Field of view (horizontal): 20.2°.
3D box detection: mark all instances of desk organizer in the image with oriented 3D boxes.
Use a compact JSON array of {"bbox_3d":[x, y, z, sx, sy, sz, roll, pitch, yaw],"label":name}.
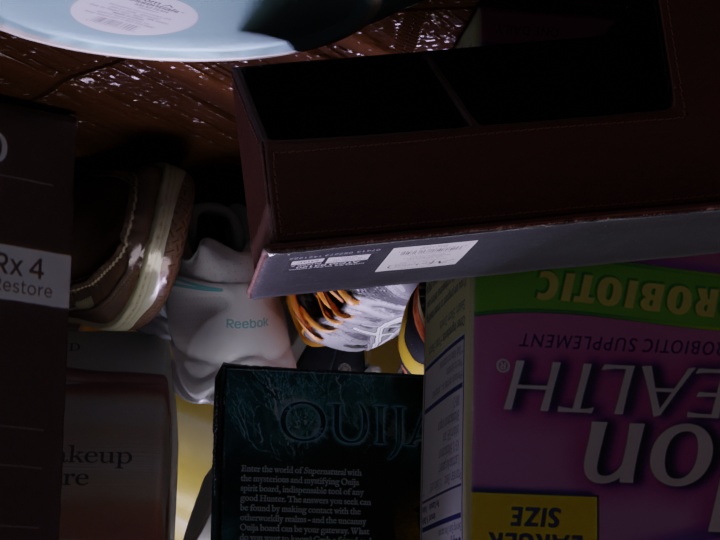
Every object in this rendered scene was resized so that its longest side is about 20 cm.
[{"bbox_3d":[0.061,-0.044,0.637,0.198,0.078,0.072,-6,169,-9],"label":"desk organizer"}]

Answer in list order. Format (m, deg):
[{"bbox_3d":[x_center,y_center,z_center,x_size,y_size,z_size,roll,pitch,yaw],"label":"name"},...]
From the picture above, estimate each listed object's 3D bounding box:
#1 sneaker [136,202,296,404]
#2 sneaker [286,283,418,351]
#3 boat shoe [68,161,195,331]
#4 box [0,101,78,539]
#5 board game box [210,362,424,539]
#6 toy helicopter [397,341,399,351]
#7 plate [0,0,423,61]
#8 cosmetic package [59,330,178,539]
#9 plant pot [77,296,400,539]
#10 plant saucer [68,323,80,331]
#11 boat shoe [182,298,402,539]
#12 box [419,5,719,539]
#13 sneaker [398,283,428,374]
[{"bbox_3d":[-0.073,0.000,0.973,0.070,0.081,0.200,-6,-165,-18],"label":"sneaker"},{"bbox_3d":[0.000,0.000,0.892,0.077,0.079,0.200,-27,168,-1],"label":"sneaker"},{"bbox_3d":[-0.136,-0.010,0.939,0.074,0.075,0.202,14,164,-18],"label":"boat shoe"},{"bbox_3d":[-0.229,0.033,0.831,0.165,0.202,0.164,10,166,-38],"label":"box"},{"bbox_3d":[0.043,0.107,0.759,0.198,0.136,0.028,4,162,-10],"label":"board game box"},{"bbox_3d":[0.097,0.102,0.922,0.079,0.133,0.200,-28,136,3],"label":"toy helicopter"},{"bbox_3d":[-0.060,-0.094,0.614,0.198,0.026,0.200,1,169,0],"label":"plate"},{"bbox_3d":[-0.140,0.127,0.960,0.103,0.201,0.088,-2,131,-3],"label":"cosmetic package"},{"bbox_3d":[-0.074,0.089,1.164,0.188,0.202,0.201,22,163,-18],"label":"plant pot"},{"bbox_3d":[-0.191,0.064,1.374,0.198,0.051,0.200,2,168,0],"label":"plant saucer"},{"bbox_3d":[-0.025,0.068,0.995,0.062,0.201,0.075,30,141,-10],"label":"boat shoe"},{"bbox_3d":[0.115,0.020,0.718,0.174,0.202,0.097,4,169,-7],"label":"box"},{"bbox_3d":[0.103,-0.001,0.830,0.199,0.070,0.090,-18,164,-21],"label":"sneaker"}]
